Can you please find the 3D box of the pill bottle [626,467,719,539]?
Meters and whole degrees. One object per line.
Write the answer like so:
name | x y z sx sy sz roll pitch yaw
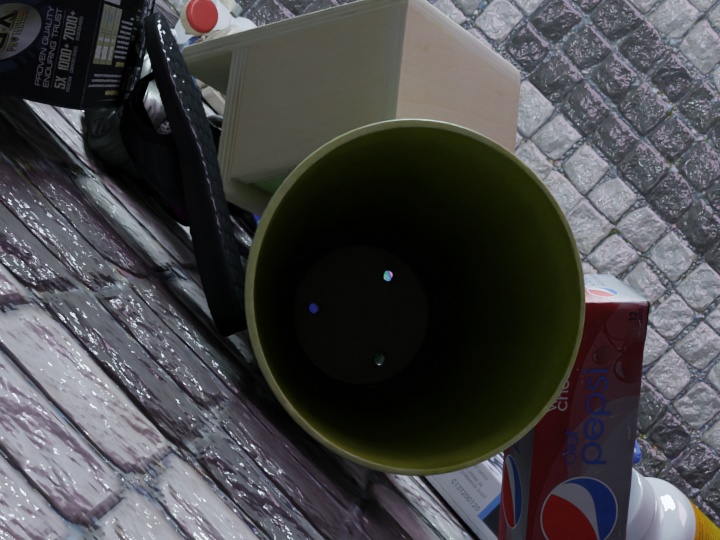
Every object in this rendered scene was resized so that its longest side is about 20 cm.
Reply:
pill bottle | 0.268 0.256 1.422 0.200 0.111 0.111 43 5 -34

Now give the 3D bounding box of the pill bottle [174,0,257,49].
pill bottle | -0.178 -0.304 2.327 0.200 0.114 0.114 43 5 -36

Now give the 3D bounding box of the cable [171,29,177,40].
cable | -0.247 -0.240 1.404 0.200 0.069 0.200 43 6 -18

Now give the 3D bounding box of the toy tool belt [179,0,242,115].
toy tool belt | -0.189 -0.273 2.107 0.200 0.125 0.122 47 -28 -26

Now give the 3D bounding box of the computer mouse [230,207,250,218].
computer mouse | -0.040 -0.089 1.268 0.053 0.198 0.138 68 9 14

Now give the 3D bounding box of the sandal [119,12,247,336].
sandal | -0.108 -0.057 0.912 0.075 0.047 0.202 63 11 -72

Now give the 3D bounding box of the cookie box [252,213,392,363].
cookie box | 0.000 0.000 1.208 0.200 0.075 0.172 36 29 -61

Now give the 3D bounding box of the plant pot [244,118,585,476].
plant pot | 0.014 0.020 0.936 0.187 0.187 0.200 45 -10 -5

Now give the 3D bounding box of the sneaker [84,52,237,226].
sneaker | -0.132 -0.093 1.108 0.114 0.076 0.200 46 7 -22

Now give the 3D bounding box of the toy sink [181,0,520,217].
toy sink | -0.015 -0.087 1.028 0.198 0.113 0.130 -6 -21 37

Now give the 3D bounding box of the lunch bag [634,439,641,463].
lunch bag | 0.163 0.113 1.327 0.160 0.076 0.200 38 11 -1

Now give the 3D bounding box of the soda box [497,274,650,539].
soda box | 0.127 0.106 0.975 0.069 0.202 0.063 0 15 -10

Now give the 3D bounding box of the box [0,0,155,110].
box | -0.163 -0.178 0.879 0.085 0.166 0.200 12 7 -2

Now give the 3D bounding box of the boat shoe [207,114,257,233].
boat shoe | -0.081 -0.063 1.384 0.066 0.072 0.201 17 29 -52

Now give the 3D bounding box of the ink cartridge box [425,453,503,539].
ink cartridge box | 0.097 0.160 1.158 0.198 0.043 0.200 47 3 19
